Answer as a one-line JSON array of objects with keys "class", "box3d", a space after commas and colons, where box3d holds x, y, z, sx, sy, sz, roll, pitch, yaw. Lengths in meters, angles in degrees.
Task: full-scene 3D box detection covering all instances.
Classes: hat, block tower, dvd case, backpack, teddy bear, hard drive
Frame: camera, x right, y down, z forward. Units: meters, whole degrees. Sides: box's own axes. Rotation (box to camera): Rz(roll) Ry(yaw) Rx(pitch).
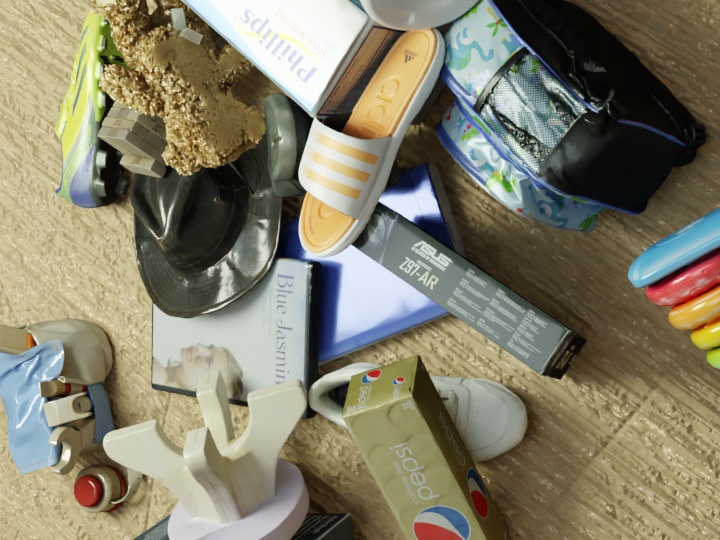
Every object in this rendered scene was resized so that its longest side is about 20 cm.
[{"class": "hat", "box3d": [-0.160, -0.061, 1.733, 0.200, 0.081, 0.202, -13, 66, 31]}, {"class": "block tower", "box3d": [-0.167, -0.186, 1.726, 0.054, 0.058, 0.201, 14, 74, 51]}, {"class": "dvd case", "box3d": [-0.119, 0.054, 1.756, 0.199, 0.018, 0.144, 7, 98, 37]}, {"class": "backpack", "box3d": [0.148, -0.134, 1.537, 0.147, 0.183, 0.200, -50, 60, 22]}, {"class": "teddy bear", "box3d": [-0.161, -0.182, 1.665, 0.200, 0.145, 0.067, 48, 156, -3]}, {"class": "hard drive", "box3d": [0.000, 0.000, 1.707, 0.199, 0.025, 0.133, -22, 81, 27]}]

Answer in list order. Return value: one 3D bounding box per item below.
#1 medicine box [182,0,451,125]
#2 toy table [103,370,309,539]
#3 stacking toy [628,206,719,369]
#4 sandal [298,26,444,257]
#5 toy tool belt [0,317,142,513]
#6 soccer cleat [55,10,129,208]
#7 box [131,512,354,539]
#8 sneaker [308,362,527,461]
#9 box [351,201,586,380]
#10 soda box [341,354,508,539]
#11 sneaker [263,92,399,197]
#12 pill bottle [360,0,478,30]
[{"class": "medicine box", "box3d": [-0.029, -0.220, 1.618, 0.182, 0.200, 0.103, 42, 110, 21]}, {"class": "toy table", "box3d": [-0.123, 0.173, 1.668, 0.183, 0.200, 0.118, -19, 107, -6]}, {"class": "stacking toy", "box3d": [0.312, 0.051, 1.511, 0.109, 0.116, 0.201, -31, 91, 26]}, {"class": "sandal", "box3d": [-0.007, -0.113, 1.502, 0.079, 0.059, 0.208, 23, 86, 49]}, {"class": "toy tool belt", "box3d": [-0.300, 0.144, 1.819, 0.124, 0.123, 0.201, -20, 82, 27]}, {"class": "soccer cleat", "box3d": [-0.266, -0.161, 1.826, 0.083, 0.065, 0.201, 5, 94, 30]}, {"class": "box", "box3d": [-0.104, 0.306, 1.710, 0.199, 0.107, 0.149, -3, 103, 29]}, {"class": "sneaker", "box3d": [0.046, 0.127, 1.645, 0.199, 0.099, 0.075, 7, 92, 27]}, {"class": "box", "box3d": [0.088, 0.017, 1.564, 0.200, 0.160, 0.044, 34, 92, 13]}, {"class": "soda box", "box3d": [0.057, 0.174, 1.601, 0.067, 0.064, 0.201, -19, 116, 18]}, {"class": "sneaker", "box3d": [-0.026, -0.108, 1.613, 0.113, 0.199, 0.077, -6, 80, 2]}, {"class": "pill bottle", "box3d": [0.026, -0.299, 1.513, 0.114, 0.114, 0.201, -38, 51, 24]}]
